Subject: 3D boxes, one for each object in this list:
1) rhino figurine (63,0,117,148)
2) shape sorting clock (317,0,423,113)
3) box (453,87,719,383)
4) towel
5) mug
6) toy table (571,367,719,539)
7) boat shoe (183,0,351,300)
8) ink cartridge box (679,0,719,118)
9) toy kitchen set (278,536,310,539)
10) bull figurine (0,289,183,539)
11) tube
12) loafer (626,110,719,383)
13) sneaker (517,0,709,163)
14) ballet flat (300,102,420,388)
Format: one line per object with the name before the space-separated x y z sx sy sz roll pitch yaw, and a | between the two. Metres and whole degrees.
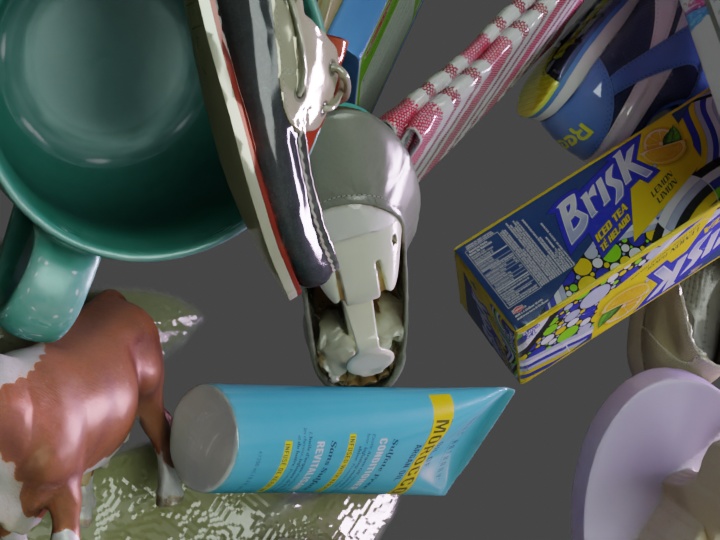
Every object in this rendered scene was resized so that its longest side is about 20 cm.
rhino figurine | -0.130 -0.132 0.820 0.087 0.060 0.202 -14 98 -13
shape sorting clock | 0.006 -0.142 0.843 0.039 0.200 0.201 23 75 5
box | 0.151 -0.026 0.936 0.199 0.070 0.064 -31 63 -9
towel | 0.062 -0.106 0.890 0.030 0.146 0.200 43 66 3
mug | -0.114 -0.080 0.743 0.184 0.114 0.153 -34 112 -10
toy table | 0.200 0.164 0.951 0.183 0.117 0.201 -28 111 -8
boat shoe | -0.035 -0.089 0.672 0.062 0.071 0.202 -17 102 -12
ink cartridge box | 0.234 -0.144 0.872 0.147 0.085 0.202 -8 76 -46
toy kitchen set | -0.054 0.265 0.864 0.162 0.181 0.201 5 46 5
bull figurine | -0.139 0.077 0.763 0.200 0.065 0.123 -39 125 -63
tube | -0.006 0.086 0.870 0.199 0.051 0.078 6 129 -45
loafer | 0.206 -0.024 1.012 0.075 0.068 0.202 5 86 -30
sneaker | 0.179 -0.140 0.981 0.082 0.074 0.200 43 85 -8
ballet flat | 0.000 0.000 0.829 0.067 0.201 0.064 -10 58 -3
